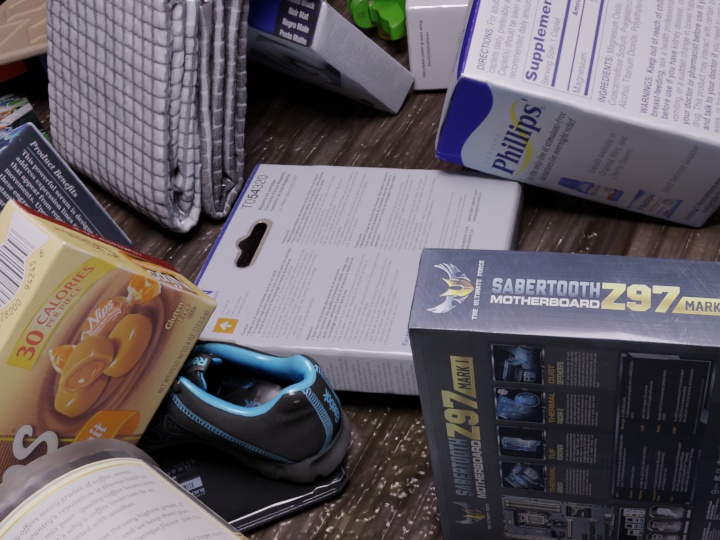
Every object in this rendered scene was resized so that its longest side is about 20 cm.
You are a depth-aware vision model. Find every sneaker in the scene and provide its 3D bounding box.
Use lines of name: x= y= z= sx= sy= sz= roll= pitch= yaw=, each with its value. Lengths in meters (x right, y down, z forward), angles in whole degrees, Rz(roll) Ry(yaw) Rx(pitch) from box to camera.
sneaker: x=-0.105 y=0.065 z=0.649 sx=0.198 sy=0.082 sz=0.074 roll=4 pitch=53 yaw=12

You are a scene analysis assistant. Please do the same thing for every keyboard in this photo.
keyboard: x=-0.117 y=0.116 z=0.674 sx=0.198 sy=0.021 sz=0.128 roll=-18 pitch=50 yaw=-10

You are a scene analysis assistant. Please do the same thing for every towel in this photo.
towel: x=-0.157 y=-0.149 z=0.820 sx=0.085 sy=0.201 sz=0.165 roll=-24 pitch=43 yaw=-38

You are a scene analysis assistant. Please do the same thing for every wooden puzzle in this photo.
wooden puzzle: x=-0.271 y=-0.211 z=0.981 sx=0.198 sy=0.047 sz=0.186 roll=-14 pitch=30 yaw=23

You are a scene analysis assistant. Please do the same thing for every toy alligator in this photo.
toy alligator: x=0.019 y=-0.266 z=1.009 sx=0.054 sy=0.060 sz=0.201 roll=-1 pitch=45 yaw=8

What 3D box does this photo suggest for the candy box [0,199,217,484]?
candy box: x=-0.171 y=0.077 z=0.570 sx=0.055 sy=0.115 sz=0.201 roll=33 pitch=93 yaw=37

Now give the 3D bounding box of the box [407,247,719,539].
box: x=0.110 y=0.073 z=0.548 sx=0.156 sy=0.201 sz=0.051 roll=2 pitch=50 yaw=13

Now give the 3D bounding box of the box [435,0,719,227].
box: x=0.169 y=-0.153 z=0.767 sx=0.198 sy=0.105 sz=0.185 roll=15 pitch=66 yaw=0

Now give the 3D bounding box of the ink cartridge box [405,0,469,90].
ink cartridge box: x=0.140 y=-0.227 z=0.931 sx=0.198 sy=0.085 sz=0.145 roll=-2 pitch=45 yaw=7

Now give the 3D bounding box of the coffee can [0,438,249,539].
coffee can: x=-0.082 y=0.188 z=0.502 sx=0.199 sy=0.147 sz=0.146 roll=29 pitch=55 yaw=33

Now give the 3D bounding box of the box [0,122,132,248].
box: x=-0.265 y=0.023 z=0.693 sx=0.148 sy=0.107 sz=0.201 roll=-12 pitch=34 yaw=40

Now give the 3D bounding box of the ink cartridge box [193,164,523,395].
ink cartridge box: x=0.000 y=0.000 z=0.745 sx=0.198 sy=0.044 sz=0.197 roll=2 pitch=39 yaw=15

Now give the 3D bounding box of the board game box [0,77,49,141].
board game box: x=-0.363 y=-0.093 z=0.926 sx=0.199 sy=0.024 sz=0.105 roll=-25 pitch=47 yaw=-16

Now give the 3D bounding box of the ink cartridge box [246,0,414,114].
ink cartridge box: x=-0.081 y=-0.196 z=0.871 sx=0.199 sy=0.200 sz=0.041 roll=25 pitch=89 yaw=31
